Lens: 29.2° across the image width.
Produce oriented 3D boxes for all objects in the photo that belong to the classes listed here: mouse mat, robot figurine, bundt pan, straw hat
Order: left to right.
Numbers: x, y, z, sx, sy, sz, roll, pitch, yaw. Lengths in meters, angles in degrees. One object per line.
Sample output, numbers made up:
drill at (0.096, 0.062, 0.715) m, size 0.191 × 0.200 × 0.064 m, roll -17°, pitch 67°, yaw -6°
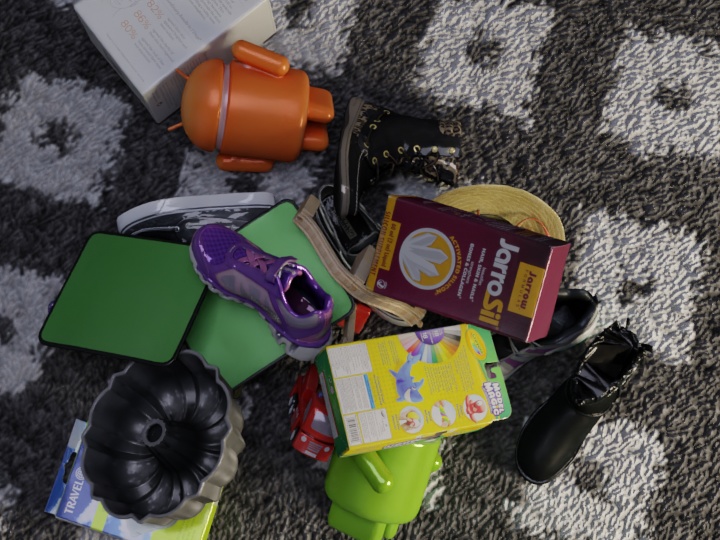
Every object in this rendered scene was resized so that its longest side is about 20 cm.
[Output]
mouse mat at (-0.269, 0.030, 1.611) m, size 0.197 × 0.008 × 0.162 m, roll 8°, pitch 61°, yaw 26°
bundt pan at (-0.212, 0.194, 1.554) m, size 0.199 × 0.076 × 0.205 m, roll -13°, pitch 61°, yaw 23°
robot figurine at (-0.133, -0.198, 1.688) m, size 0.197 × 0.144 × 0.118 m, roll 6°, pitch 69°, yaw -9°
mouse mat at (-0.124, 0.031, 1.612) m, size 0.199 × 0.008 × 0.162 m, roll -32°, pitch 78°, yaw 1°
robot figurine at (0.028, 0.208, 1.579) m, size 0.115 × 0.175 × 0.203 m, roll 21°, pitch 100°, yaw 25°
straw hat at (0.142, -0.041, 1.665) m, size 0.198 × 0.203 × 0.086 m, roll -5°, pitch 33°, yaw 0°

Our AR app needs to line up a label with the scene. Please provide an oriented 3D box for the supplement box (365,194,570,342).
supplement box at (0.119, -0.005, 1.529) m, size 0.198 × 0.085 × 0.112 m, roll 18°, pitch 99°, yaw 21°

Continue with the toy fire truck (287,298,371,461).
toy fire truck at (-0.034, 0.118, 1.603) m, size 0.048 × 0.200 × 0.142 m, roll 24°, pitch 106°, yaw -12°

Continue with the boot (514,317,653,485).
boot at (0.251, 0.151, 1.580) m, size 0.073 × 0.163 × 0.199 m, roll 40°, pitch 80°, yaw 12°

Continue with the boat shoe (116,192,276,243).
boat shoe at (-0.198, -0.049, 1.692) m, size 0.197 × 0.072 × 0.069 m, roll -6°, pitch 75°, yaw -7°

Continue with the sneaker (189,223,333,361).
sneaker at (-0.103, 0.009, 1.550) m, size 0.199 × 0.089 × 0.081 m, roll 39°, pitch 58°, yaw 6°

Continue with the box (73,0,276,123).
box at (-0.229, -0.315, 1.734) m, size 0.199 × 0.106 × 0.153 m, roll -38°, pitch 78°, yaw -7°

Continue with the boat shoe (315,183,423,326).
boat shoe at (0.009, -0.018, 1.678) m, size 0.070 × 0.064 × 0.201 m, roll -37°, pitch 78°, yaw -8°

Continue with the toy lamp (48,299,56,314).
toy lamp at (-0.278, 0.040, 1.677) m, size 0.197 × 0.058 × 0.059 m, roll -9°, pitch 76°, yaw -4°

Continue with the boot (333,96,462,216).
boot at (0.045, -0.132, 1.670) m, size 0.148 × 0.074 × 0.201 m, roll 9°, pitch 38°, yaw -1°

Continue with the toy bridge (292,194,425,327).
toy bridge at (0.000, 0.000, 1.607) m, size 0.200 × 0.027 × 0.067 m, roll 42°, pitch 38°, yaw -12°

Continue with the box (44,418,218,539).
box at (-0.266, 0.257, 1.628) m, size 0.197 × 0.048 × 0.124 m, roll 17°, pitch 77°, yaw 5°

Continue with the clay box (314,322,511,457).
clay box at (0.059, 0.127, 1.504) m, size 0.197 × 0.048 × 0.116 m, roll -7°, pitch 73°, yaw -22°

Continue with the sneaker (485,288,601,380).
sneaker at (0.189, 0.069, 1.612) m, size 0.198 × 0.140 × 0.078 m, roll -27°, pitch 77°, yaw -5°

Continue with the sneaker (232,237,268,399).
sneaker at (-0.113, 0.060, 1.662) m, size 0.088 × 0.077 × 0.203 m, roll 16°, pitch 90°, yaw -24°
